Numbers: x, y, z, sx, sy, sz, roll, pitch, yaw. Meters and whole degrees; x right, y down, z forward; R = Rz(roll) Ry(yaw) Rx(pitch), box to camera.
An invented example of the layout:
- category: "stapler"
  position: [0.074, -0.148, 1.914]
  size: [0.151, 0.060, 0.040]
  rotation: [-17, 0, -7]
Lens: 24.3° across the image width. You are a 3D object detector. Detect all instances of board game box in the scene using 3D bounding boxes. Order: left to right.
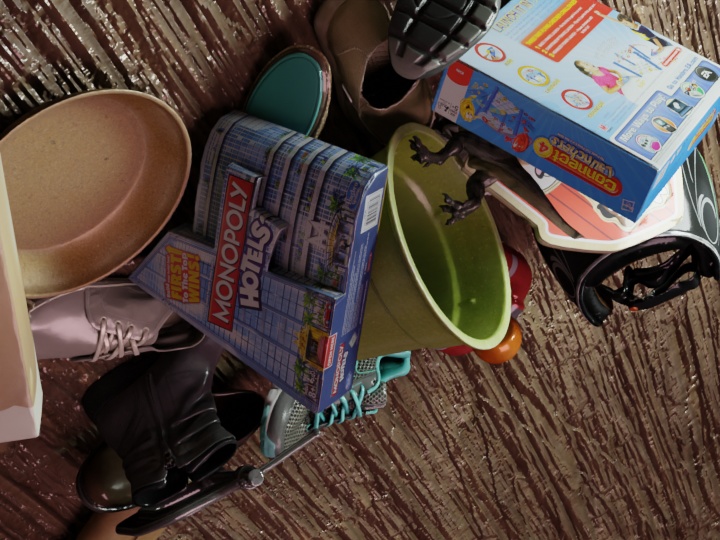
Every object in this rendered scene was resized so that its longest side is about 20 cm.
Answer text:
- category: "board game box"
  position: [-0.089, -0.016, 1.354]
  size: [0.062, 0.198, 0.202]
  rotation: [-31, 136, -55]
- category: "board game box"
  position: [0.189, -0.150, 1.399]
  size: [0.200, 0.195, 0.056]
  rotation: [-43, 158, -48]

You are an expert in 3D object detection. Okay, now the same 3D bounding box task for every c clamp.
- category: "c clamp"
  position: [-0.136, 0.199, 1.497]
  size: [0.170, 0.027, 0.200]
  rotation: [-29, -177, -25]

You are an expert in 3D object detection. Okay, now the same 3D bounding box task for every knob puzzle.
- category: "knob puzzle"
  position: [0.211, -0.105, 1.493]
  size: [0.218, 0.221, 0.030]
  rotation: [-24, 175, -24]

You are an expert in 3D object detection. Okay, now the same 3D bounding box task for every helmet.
- category: "helmet"
  position: [0.253, -0.064, 1.625]
  size: [0.198, 0.192, 0.201]
  rotation: [-9, 145, -6]

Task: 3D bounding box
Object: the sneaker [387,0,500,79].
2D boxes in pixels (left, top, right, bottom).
- category: "sneaker"
  position: [0.086, -0.221, 1.346]
  size: [0.201, 0.075, 0.079]
  rotation: [-55, 170, -24]

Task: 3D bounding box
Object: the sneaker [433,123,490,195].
- category: "sneaker"
  position: [0.104, -0.097, 1.540]
  size: [0.199, 0.081, 0.075]
  rotation: [-36, 148, -4]

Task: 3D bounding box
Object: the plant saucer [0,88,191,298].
- category: "plant saucer"
  position: [-0.225, -0.066, 1.285]
  size: [0.199, 0.036, 0.201]
  rotation: [-26, 145, -20]

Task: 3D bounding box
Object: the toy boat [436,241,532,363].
- category: "toy boat"
  position: [0.110, 0.038, 1.651]
  size: [0.131, 0.131, 0.199]
  rotation: [-49, 146, 12]

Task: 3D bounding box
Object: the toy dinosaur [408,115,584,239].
- category: "toy dinosaur"
  position: [0.095, -0.086, 1.368]
  size: [0.087, 0.201, 0.048]
  rotation: [-21, 143, -17]

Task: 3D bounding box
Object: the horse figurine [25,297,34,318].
- category: "horse figurine"
  position: [-0.344, 0.054, 1.275]
  size: [0.199, 0.050, 0.133]
  rotation: [-36, 126, 12]

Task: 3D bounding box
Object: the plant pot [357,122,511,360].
- category: "plant pot"
  position: [0.000, 0.000, 1.443]
  size: [0.188, 0.202, 0.199]
  rotation: [-21, 155, 27]

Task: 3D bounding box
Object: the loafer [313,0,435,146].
- category: "loafer"
  position: [0.018, -0.156, 1.397]
  size: [0.076, 0.068, 0.200]
  rotation: [-40, 146, -1]

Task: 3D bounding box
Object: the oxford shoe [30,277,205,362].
- category: "oxford shoe"
  position: [-0.210, 0.047, 1.411]
  size: [0.198, 0.058, 0.076]
  rotation: [-8, 137, -37]

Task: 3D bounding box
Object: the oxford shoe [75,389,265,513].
- category: "oxford shoe"
  position: [-0.172, 0.156, 1.539]
  size: [0.199, 0.073, 0.084]
  rotation: [-29, 176, -31]

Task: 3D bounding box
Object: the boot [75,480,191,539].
- category: "boot"
  position: [-0.259, 0.256, 1.599]
  size: [0.200, 0.066, 0.175]
  rotation: [-51, 158, 16]

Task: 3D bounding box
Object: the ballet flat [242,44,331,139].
- category: "ballet flat"
  position: [-0.068, -0.107, 1.386]
  size: [0.065, 0.070, 0.201]
  rotation: [-39, 161, -56]

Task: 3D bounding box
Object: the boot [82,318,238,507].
- category: "boot"
  position: [-0.140, 0.113, 1.486]
  size: [0.200, 0.132, 0.070]
  rotation: [-41, 146, 1]

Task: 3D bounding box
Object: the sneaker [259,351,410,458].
- category: "sneaker"
  position: [-0.021, 0.112, 1.585]
  size: [0.200, 0.091, 0.078]
  rotation: [-48, 152, -39]

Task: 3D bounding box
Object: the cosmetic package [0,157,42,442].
- category: "cosmetic package"
  position: [-0.294, 0.024, 1.199]
  size: [0.104, 0.071, 0.202]
  rotation: [-9, 116, -5]
